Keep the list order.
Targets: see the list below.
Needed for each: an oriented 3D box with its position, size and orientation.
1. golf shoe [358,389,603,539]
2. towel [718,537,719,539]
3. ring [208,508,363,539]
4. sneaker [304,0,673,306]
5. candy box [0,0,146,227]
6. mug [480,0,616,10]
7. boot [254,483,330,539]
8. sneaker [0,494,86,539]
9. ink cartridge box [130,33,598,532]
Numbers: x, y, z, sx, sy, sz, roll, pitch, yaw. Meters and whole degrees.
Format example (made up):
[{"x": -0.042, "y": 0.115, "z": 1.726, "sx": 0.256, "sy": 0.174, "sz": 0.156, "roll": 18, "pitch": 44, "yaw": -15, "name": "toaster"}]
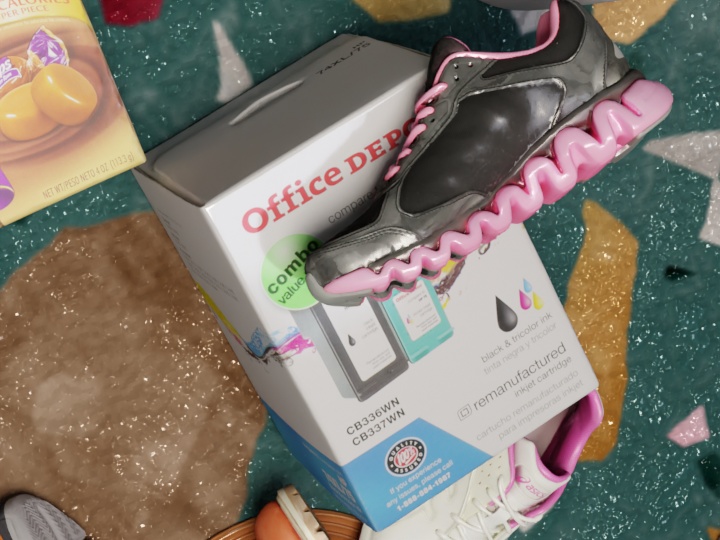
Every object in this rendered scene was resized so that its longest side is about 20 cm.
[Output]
[{"x": 0.067, "y": 0.128, "z": 1.077, "sx": 0.075, "sy": 0.091, "sz": 0.200, "roll": 34, "pitch": 85, "yaw": -27, "name": "golf shoe"}, {"x": 0.320, "y": 0.199, "z": 1.227, "sx": 0.199, "sy": 0.034, "sz": 0.133, "roll": 28, "pitch": 93, "yaw": -25, "name": "towel"}, {"x": -0.041, "y": 0.239, "z": 1.109, "sx": 0.199, "sy": 0.019, "sz": 0.201, "roll": -6, "pitch": 105, "yaw": -20, "name": "ring"}, {"x": 0.047, "y": -0.059, "z": 0.891, "sx": 0.200, "sy": 0.079, "sz": 0.096, "roll": -33, "pitch": 89, "yaw": -14, "name": "sneaker"}, {"x": -0.223, "y": -0.070, "z": 0.942, "sx": 0.199, "sy": 0.056, "sz": 0.117, "roll": -26, "pitch": 111, "yaw": -14, "name": "candy box"}, {"x": 0.125, "y": -0.223, "z": 0.982, "sx": 0.149, "sy": 0.153, "sz": 0.187, "roll": 10, "pitch": 99, "yaw": -22, "name": "mug"}, {"x": -0.044, "y": 0.221, "z": 1.057, "sx": 0.107, "sy": 0.075, "sz": 0.201, "roll": -16, "pitch": 109, "yaw": -11, "name": "boot"}, {"x": -0.170, "y": 0.228, "z": 1.026, "sx": 0.112, "sy": 0.078, "sz": 0.201, "roll": -30, "pitch": 92, "yaw": 14, "name": "sneaker"}, {"x": 0.000, "y": 0.000, "z": 0.994, "sx": 0.146, "sy": 0.146, "sz": 0.201, "roll": -32, "pitch": 111, "yaw": -11, "name": "ink cartridge box"}]
